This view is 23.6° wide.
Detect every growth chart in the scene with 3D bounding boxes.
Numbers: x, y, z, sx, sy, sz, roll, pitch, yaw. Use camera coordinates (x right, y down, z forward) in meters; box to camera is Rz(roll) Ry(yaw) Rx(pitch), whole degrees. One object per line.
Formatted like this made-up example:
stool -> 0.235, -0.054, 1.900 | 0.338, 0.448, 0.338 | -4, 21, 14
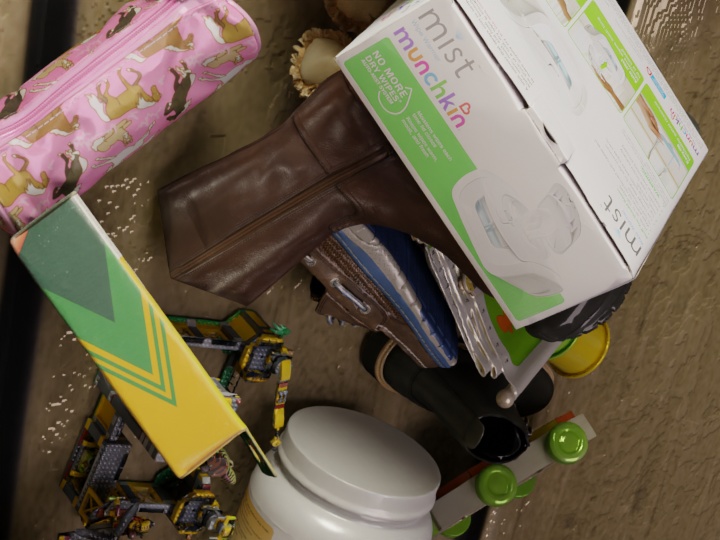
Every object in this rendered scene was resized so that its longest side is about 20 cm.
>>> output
growth chart -> 0.093, -0.004, 1.251 | 0.201, 0.018, 0.145 | 62, 38, -22

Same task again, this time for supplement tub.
supplement tub -> -0.031, 0.218, 1.293 | 0.144, 0.144, 0.201 | 5, 116, -39

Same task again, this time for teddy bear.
teddy bear -> 0.043, -0.114, 1.147 | 0.199, 0.067, 0.146 | 17, 75, -24

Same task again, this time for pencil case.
pencil case -> -0.156, -0.103, 1.024 | 0.200, 0.083, 0.087 | -39, 123, -8

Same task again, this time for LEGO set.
LEGO set -> -0.115, 0.124, 1.184 | 0.153, 0.116, 0.201 | 19, 107, -43

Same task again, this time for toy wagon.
toy wagon -> 0.098, 0.179, 1.388 | 0.199, 0.040, 0.155 | -28, 169, -19

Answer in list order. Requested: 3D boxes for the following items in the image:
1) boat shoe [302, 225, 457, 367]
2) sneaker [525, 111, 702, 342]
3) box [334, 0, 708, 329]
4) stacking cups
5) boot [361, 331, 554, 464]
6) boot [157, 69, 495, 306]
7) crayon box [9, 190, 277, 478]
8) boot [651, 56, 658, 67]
boat shoe -> 0.000, 0.000, 1.212 | 0.072, 0.072, 0.200 | -24, 123, 20
sneaker -> 0.159, -0.046, 1.199 | 0.091, 0.076, 0.201 | 41, 71, -43
box -> 0.106, -0.099, 1.047 | 0.201, 0.096, 0.177 | 55, 38, -13
stacking cups -> 0.121, 0.020, 1.334 | 0.061, 0.060, 0.200 | -51, 135, 4
boot -> 0.107, 0.110, 1.329 | 0.199, 0.138, 0.078 | 11, 112, -42
boot -> -0.019, -0.016, 1.104 | 0.199, 0.187, 0.064 | -33, -178, 22
crayon box -> -0.129, 0.055, 1.032 | 0.051, 0.200, 0.127 | -36, 179, -8
boot -> 0.137, -0.097, 1.231 | 0.200, 0.069, 0.175 | 29, 83, -47
